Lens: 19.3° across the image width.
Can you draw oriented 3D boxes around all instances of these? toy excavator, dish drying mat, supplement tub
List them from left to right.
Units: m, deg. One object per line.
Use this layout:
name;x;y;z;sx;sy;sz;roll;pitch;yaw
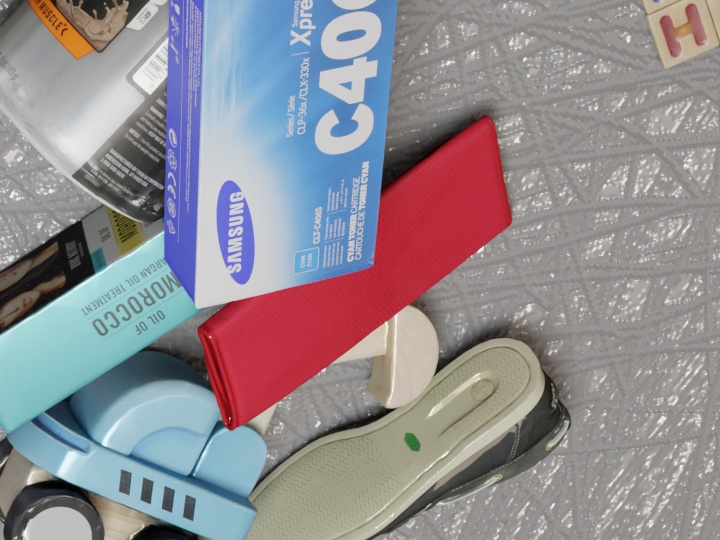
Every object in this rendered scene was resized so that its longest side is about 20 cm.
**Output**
supplement tub;-0.076;-0.131;1.004;0.123;0.123;0.200;40;98;-24
toy excavator;-0.077;0.080;1.113;0.194;0.100;0.200;24;96;-23
dish drying mat;0.000;0.000;1.084;0.200;0.018;0.077;-38;134;-26

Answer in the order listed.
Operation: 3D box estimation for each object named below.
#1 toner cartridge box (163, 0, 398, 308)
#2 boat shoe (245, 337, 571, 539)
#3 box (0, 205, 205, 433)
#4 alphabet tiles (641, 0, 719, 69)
toner cartridge box;-0.036;-0.082;0.949;0.095;0.043;0.200;-13;130;-22
boat shoe;0.022;0.116;1.160;0.200;0.072;0.068;-31;140;6
box;-0.111;-0.004;1.070;0.200;0.082;0.049;-33;114;1
alphabet tiles;0.214;-0.198;1.110;0.166;0.006;0.200;-25;115;-3
